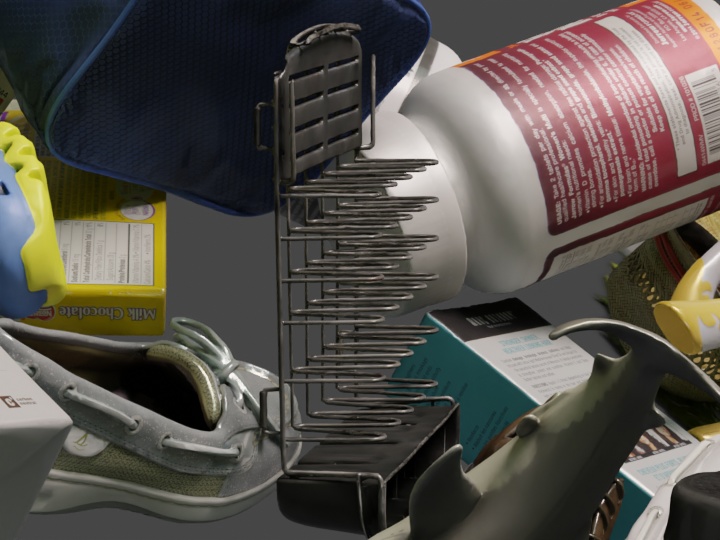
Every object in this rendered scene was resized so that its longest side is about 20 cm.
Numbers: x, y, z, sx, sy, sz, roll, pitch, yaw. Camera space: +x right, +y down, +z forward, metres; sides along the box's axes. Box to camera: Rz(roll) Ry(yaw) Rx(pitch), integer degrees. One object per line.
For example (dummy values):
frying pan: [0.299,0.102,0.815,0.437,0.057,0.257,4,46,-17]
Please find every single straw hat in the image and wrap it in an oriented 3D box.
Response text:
straw hat: [0.181,0.020,1.380,0.201,0.085,0.201,40,26,-23]

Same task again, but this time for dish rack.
dish rack: [0.000,0.000,1.067,0.054,0.200,0.153,1,9,12]

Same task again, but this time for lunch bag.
lunch bag: [-0.076,-0.122,1.144,0.200,0.136,0.132,19,28,-53]

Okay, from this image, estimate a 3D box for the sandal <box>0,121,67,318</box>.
sandal: [-0.185,-0.026,1.035,0.087,0.080,0.200,-22,28,-30]

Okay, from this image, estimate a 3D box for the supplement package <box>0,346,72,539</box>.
supplement package: [-0.212,0.038,0.826,0.200,0.121,0.120,41,26,31]

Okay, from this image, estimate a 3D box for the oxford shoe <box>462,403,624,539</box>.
oxford shoe: [0.066,0.109,1.051,0.073,0.084,0.200,29,24,-10]

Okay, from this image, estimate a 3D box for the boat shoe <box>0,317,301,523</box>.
boat shoe: [-0.086,0.052,1.017,0.202,0.065,0.074,6,31,-51]

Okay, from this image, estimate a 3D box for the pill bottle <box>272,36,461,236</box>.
pill bottle: [-0.018,-0.080,1.325,0.200,0.116,0.116,27,22,-5]

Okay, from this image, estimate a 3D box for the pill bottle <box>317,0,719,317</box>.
pill bottle: [0.086,-0.054,1.233,0.200,0.110,0.110,-20,44,-21]

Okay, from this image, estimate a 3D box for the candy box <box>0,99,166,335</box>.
candy box: [-0.135,-0.027,1.145,0.102,0.026,0.200,-1,26,-3]

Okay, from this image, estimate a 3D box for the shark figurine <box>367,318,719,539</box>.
shark figurine: [0.075,0.089,0.949,0.090,0.214,0.128,54,33,12]

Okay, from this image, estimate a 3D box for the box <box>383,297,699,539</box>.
box: [0.111,0.091,1.188,0.200,0.049,0.082,39,24,25]

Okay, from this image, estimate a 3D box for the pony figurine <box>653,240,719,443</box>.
pony figurine: [0.245,0.036,1.239,0.200,0.167,0.193,-36,97,-25]

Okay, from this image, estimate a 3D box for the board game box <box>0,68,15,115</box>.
board game box: [-0.236,-0.135,1.195,0.126,0.035,0.200,35,2,-31]

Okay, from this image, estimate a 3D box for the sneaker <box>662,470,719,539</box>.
sneaker: [0.163,0.131,1.008,0.067,0.108,0.201,15,8,29]

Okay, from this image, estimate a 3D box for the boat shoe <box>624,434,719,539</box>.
boat shoe: [0.130,0.136,1.061,0.200,0.065,0.074,-45,115,-41]

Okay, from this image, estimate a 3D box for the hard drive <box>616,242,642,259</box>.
hard drive: [0.242,0.020,1.532,0.200,0.027,0.132,40,25,26]
